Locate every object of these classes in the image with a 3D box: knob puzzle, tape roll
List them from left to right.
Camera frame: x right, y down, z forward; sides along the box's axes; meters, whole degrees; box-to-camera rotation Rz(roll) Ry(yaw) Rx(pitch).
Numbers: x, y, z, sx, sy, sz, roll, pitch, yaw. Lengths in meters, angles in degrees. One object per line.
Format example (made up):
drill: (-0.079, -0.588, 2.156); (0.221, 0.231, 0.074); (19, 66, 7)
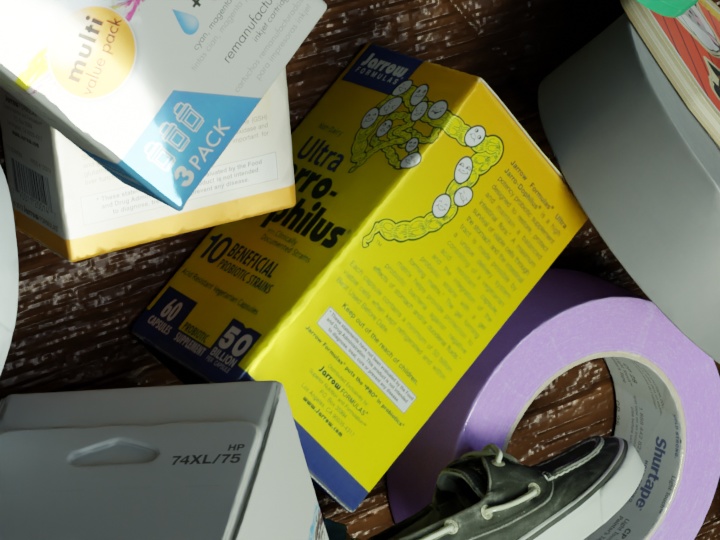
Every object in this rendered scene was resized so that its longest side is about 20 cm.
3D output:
tape roll: (0.114, 0.104, 1.219); (0.199, 0.065, 0.202); (-11, 110, -31)
tape roll: (0.182, -0.043, 1.134); (0.066, 0.201, 0.200); (-39, 129, 22)
knob puzzle: (0.212, -0.099, 1.147); (0.030, 0.221, 0.219); (-38, 129, 22)

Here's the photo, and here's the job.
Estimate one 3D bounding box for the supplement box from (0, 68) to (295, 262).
supplement box: (-0.107, -0.120, 1.000); (0.125, 0.073, 0.202); (-14, 112, -28)

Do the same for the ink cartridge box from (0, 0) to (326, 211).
ink cartridge box: (-0.125, -0.131, 0.900); (0.200, 0.068, 0.116); (39, 83, -33)

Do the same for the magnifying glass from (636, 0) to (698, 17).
magnifying glass: (0.172, -0.170, 1.123); (0.022, 0.080, 0.199); (-41, 164, 28)

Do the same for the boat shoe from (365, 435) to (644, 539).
boat shoe: (0.071, 0.126, 1.113); (0.199, 0.070, 0.064); (-30, 95, -36)

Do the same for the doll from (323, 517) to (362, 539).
doll: (-0.049, 0.190, 1.147); (0.136, 0.049, 0.201); (-31, 119, -2)

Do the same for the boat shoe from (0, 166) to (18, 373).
boat shoe: (-0.210, 0.041, 0.983); (0.070, 0.072, 0.202); (3, 105, -38)

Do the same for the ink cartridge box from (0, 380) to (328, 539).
ink cartridge box: (-0.095, 0.175, 1.004); (0.147, 0.145, 0.201); (-73, 154, -51)

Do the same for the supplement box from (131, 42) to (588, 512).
supplement box: (0.000, 0.000, 1.085); (0.200, 0.109, 0.110); (-51, 125, -10)
